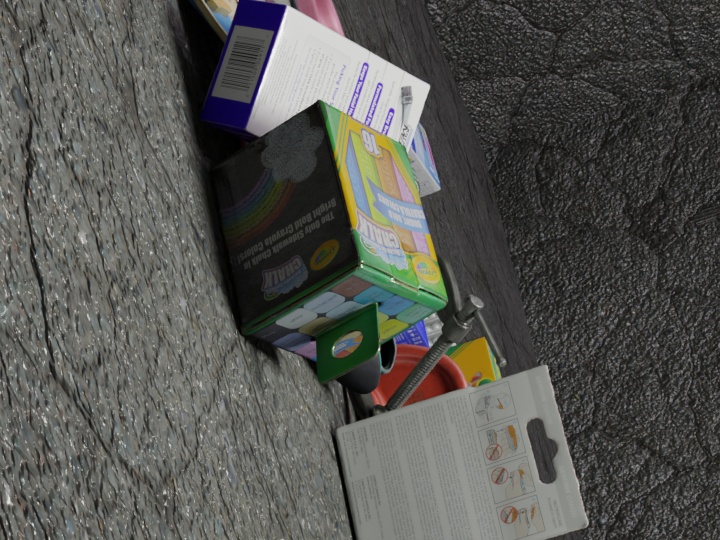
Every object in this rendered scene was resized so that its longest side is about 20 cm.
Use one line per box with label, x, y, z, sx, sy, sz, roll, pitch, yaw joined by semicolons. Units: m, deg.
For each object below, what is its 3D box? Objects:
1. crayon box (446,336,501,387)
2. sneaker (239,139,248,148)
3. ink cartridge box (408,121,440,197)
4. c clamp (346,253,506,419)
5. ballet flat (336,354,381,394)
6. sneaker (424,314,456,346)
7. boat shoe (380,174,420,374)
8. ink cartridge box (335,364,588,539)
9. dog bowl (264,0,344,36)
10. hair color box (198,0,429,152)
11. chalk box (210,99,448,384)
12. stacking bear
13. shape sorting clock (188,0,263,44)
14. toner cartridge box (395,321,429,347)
crayon box;0.106;0.183;1.979;0.058;0.118;0.201;59;15;-56
sneaker;-0.052;-0.098;1.657;0.200;0.087;0.074;59;15;-54
ink cartridge box;-0.008;-0.113;1.801;0.200;0.136;0.077;40;31;-74
c clamp;0.047;0.075;1.687;0.027;0.200;0.171;16;42;-32
ballet flat;-0.035;0.030;1.613;0.073;0.073;0.201;-85;162;-69
sneaker;0.088;0.082;2.265;0.081;0.075;0.201;91;-13;-73
boat shoe;0.027;0.002;1.694;0.073;0.062;0.201;24;80;-49
ink cartridge box;0.088;0.186;1.590;0.050;0.199;0.161;59;16;-58
dog bowl;-0.060;-0.235;1.931;0.200;0.074;0.201;-18;90;-81
hair color box;-0.036;-0.143;1.555;0.200;0.065;0.110;23;85;-47
chalk box;-0.021;-0.007;1.451;0.124;0.124;0.201;24;45;-50
stacking bear;0.067;0.157;1.849;0.200;0.113;0.122;63;12;-67
shape sorting clock;-0.091;-0.210;1.645;0.200;0.039;0.200;48;10;-12
toner cartridge box;0.026;0.012;2.067;0.200;0.043;0.095;60;14;-55
